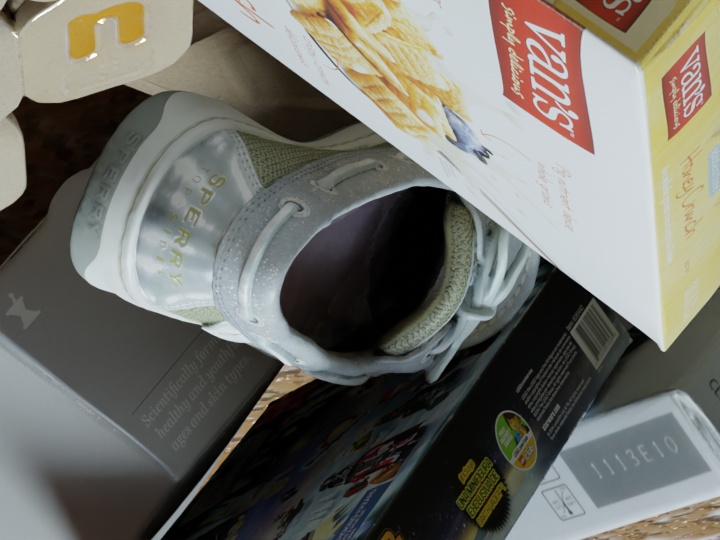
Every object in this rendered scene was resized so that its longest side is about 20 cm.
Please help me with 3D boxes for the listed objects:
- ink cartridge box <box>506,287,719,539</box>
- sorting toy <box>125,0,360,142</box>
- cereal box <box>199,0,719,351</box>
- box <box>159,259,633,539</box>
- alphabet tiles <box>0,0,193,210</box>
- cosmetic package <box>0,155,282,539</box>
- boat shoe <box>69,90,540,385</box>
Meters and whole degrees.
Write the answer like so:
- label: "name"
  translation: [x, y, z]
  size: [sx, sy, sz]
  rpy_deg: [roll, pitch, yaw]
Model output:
- label: "ink cartridge box"
  translation: [0.089, 0.031, 0.987]
  size: [0.200, 0.044, 0.174]
  rpy_deg: [-24, -164, 47]
- label: "sorting toy"
  translation: [0.046, -0.073, 0.818]
  size: [0.185, 0.037, 0.199]
  rpy_deg: [-22, 156, 37]
- label: "cereal box"
  translation: [-0.004, -0.076, 0.620]
  size: [0.040, 0.200, 0.144]
  rpy_deg: [-48, 159, -12]
- label: "box"
  translation: [-0.012, 0.080, 0.870]
  size: [0.137, 0.040, 0.200]
  rpy_deg: [-29, -167, 36]
- label: "alphabet tiles"
  translation: [-0.129, -0.040, 0.600]
  size: [0.199, 0.015, 0.196]
  rpy_deg: [-18, 161, -10]
- label: "cosmetic package"
  translation: [-0.083, 0.042, 0.924]
  size: [0.090, 0.107, 0.200]
  rpy_deg: [39, 151, -1]
- label: "boat shoe"
  translation: [0.000, -0.002, 0.791]
  size: [0.065, 0.075, 0.202]
  rpy_deg: [29, -175, 27]
